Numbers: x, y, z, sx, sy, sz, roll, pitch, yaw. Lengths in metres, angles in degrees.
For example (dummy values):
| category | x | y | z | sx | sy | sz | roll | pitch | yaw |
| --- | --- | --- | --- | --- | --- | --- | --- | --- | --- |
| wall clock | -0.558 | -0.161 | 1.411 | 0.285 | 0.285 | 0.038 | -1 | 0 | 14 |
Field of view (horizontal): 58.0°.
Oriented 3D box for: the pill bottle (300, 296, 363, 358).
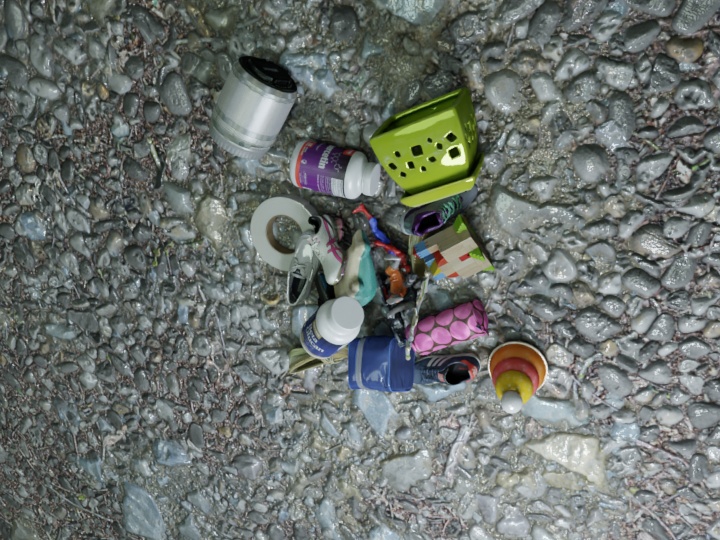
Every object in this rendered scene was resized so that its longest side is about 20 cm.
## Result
| category | x | y | z | sx | sy | sz | roll | pitch | yaw |
| --- | --- | --- | --- | --- | --- | --- | --- | --- | --- |
| pill bottle | -0.066 | 0.134 | 1.563 | 0.111 | 0.111 | 0.200 | 44 | 147 | 0 |

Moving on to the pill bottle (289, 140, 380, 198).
| category | x | y | z | sx | sy | sz | roll | pitch | yaw |
| --- | --- | --- | --- | --- | --- | --- | --- | --- | --- |
| pill bottle | -0.059 | -0.234 | 1.529 | 0.199 | 0.112 | 0.113 | 14 | 115 | 15 |

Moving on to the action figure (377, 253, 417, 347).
| category | x | y | z | sx | sy | sz | roll | pitch | yaw |
| --- | --- | --- | --- | --- | --- | --- | --- | --- | --- |
| action figure | 0.103 | 0.072 | 1.556 | 0.104 | 0.194 | 0.201 | -18 | 69 | 6 |

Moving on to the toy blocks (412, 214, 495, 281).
| category | x | y | z | sx | sy | sz | roll | pitch | yaw |
| --- | --- | --- | --- | --- | --- | --- | --- | --- | --- |
| toy blocks | 0.207 | -0.032 | 1.476 | 0.136 | 0.200 | 0.100 | -28 | 56 | 16 |

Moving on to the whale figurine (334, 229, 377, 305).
| category | x | y | z | sx | sy | sz | roll | pitch | yaw |
| --- | --- | --- | --- | --- | --- | --- | --- | --- | --- |
| whale figurine | 0.000 | 0.000 | 1.591 | 0.103 | 0.159 | 0.201 | 7 | 124 | -15 |

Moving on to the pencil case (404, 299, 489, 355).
| category | x | y | z | sx | sy | sz | roll | pitch | yaw |
| --- | --- | --- | --- | --- | --- | --- | --- | --- | --- |
| pencil case | 0.213 | 0.145 | 1.592 | 0.199 | 0.091 | 0.094 | -22 | 102 | 29 |

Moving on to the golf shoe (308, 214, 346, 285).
| category | x | y | z | sx | sy | sz | roll | pitch | yaw |
| --- | --- | --- | --- | --- | --- | --- | --- | --- | --- |
| golf shoe | -0.085 | -0.049 | 1.565 | 0.092 | 0.201 | 0.073 | 9 | 139 | -21 |

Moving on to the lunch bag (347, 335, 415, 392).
| category | x | y | z | sx | sy | sz | roll | pitch | yaw |
| --- | --- | --- | --- | --- | --- | --- | --- | --- | --- |
| lunch bag | 0.049 | 0.234 | 1.633 | 0.132 | 0.200 | 0.137 | -1 | 79 | 25 |

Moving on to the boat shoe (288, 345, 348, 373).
| category | x | y | z | sx | sy | sz | roll | pitch | yaw |
| --- | --- | --- | --- | --- | --- | --- | --- | --- | --- |
| boat shoe | -0.109 | 0.237 | 1.749 | 0.200 | 0.063 | 0.073 | -10 | 151 | 27 |

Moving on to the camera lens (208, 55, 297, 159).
| category | x | y | z | sx | sy | sz | roll | pitch | yaw |
| --- | --- | --- | --- | --- | --- | --- | --- | --- | --- |
| camera lens | -0.250 | -0.382 | 1.516 | 0.160 | 0.160 | 0.200 | 36 | 119 | 4 |

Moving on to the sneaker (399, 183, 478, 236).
| category | x | y | z | sx | sy | sz | roll | pitch | yaw |
| --- | --- | --- | --- | --- | --- | --- | --- | --- | --- |
| sneaker | 0.187 | -0.129 | 1.431 | 0.200 | 0.088 | 0.075 | -32 | 115 | -7 |

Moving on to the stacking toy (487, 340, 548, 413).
| category | x | y | z | sx | sy | sz | roll | pitch | yaw |
| --- | --- | --- | --- | --- | --- | --- | --- | --- | --- |
| stacking toy | 0.356 | 0.267 | 1.518 | 0.145 | 0.200 | 0.147 | 8 | 113 | 19 |

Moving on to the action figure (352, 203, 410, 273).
| category | x | y | z | sx | sy | sz | roll | pitch | yaw |
| --- | --- | --- | --- | --- | --- | --- | --- | --- | --- |
| action figure | 0.054 | -0.073 | 1.579 | 0.052 | 0.065 | 0.200 | -42 | 91 | -2 |

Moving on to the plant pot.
| category | x | y | z | sx | sy | sz | roll | pitch | yaw |
| --- | --- | --- | --- | --- | --- | --- | --- | --- | --- |
| plant pot | 0.158 | -0.257 | 1.393 | 0.198 | 0.200 | 0.182 | -15 | 110 | 25 |

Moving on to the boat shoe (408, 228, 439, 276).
| category | x | y | z | sx | sy | sz | roll | pitch | yaw |
| --- | --- | --- | --- | --- | --- | --- | --- | --- | --- |
| boat shoe | 0.148 | -0.084 | 1.535 | 0.073 | 0.063 | 0.202 | -10 | 117 | -17 |

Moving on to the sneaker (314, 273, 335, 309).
| category | x | y | z | sx | sy | sz | roll | pitch | yaw |
| --- | --- | --- | --- | --- | --- | --- | --- | --- | --- |
| sneaker | -0.089 | 0.106 | 1.699 | 0.082 | 0.073 | 0.201 | -11 | 106 | 24 |

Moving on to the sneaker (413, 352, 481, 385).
| category | x | y | z | sx | sy | sz | roll | pitch | yaw |
| --- | --- | --- | --- | --- | --- | --- | --- | --- | --- |
| sneaker | 0.202 | 0.258 | 1.641 | 0.199 | 0.085 | 0.075 | -18 | 104 | 26 |

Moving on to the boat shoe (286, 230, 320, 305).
| category | x | y | z | sx | sy | sz | roll | pitch | yaw |
| --- | --- | --- | --- | --- | --- | --- | --- | --- | --- |
| boat shoe | -0.145 | -0.001 | 1.641 | 0.073 | 0.065 | 0.201 | 16 | 117 | 14 |

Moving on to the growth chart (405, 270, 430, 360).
| category | x | y | z | sx | sy | sz | roll | pitch | yaw |
| --- | --- | --- | --- | --- | --- | --- | --- | --- | --- |
| growth chart | 0.132 | 0.107 | 1.529 | 0.018 | 0.145 | 0.201 | 14 | 79 | 8 |

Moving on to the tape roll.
| category | x | y | z | sx | sy | sz | roll | pitch | yaw |
| --- | --- | --- | --- | --- | --- | --- | --- | --- | --- |
| tape roll | -0.189 | -0.097 | 1.678 | 0.202 | 0.037 | 0.204 | 8 | 114 | 19 |
